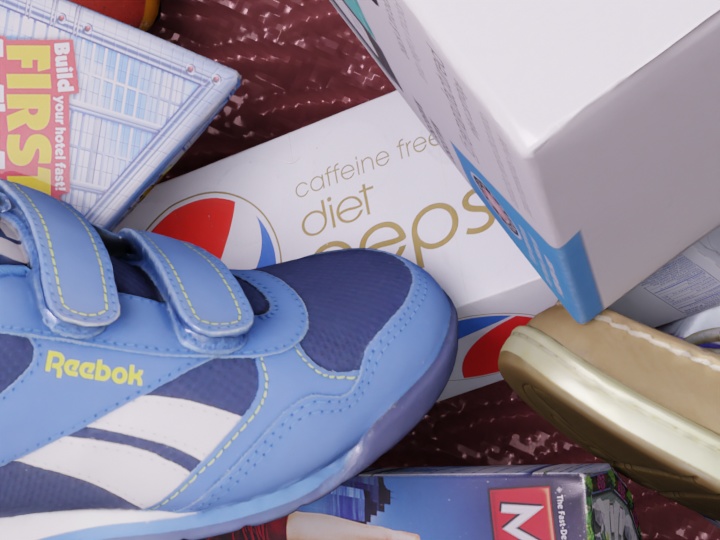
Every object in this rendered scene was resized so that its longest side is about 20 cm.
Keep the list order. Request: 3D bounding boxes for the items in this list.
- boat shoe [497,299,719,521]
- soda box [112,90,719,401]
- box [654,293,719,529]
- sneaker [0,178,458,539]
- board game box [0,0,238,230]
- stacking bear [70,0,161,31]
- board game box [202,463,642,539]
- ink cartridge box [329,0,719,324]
[{"bbox_3d":[0.132,0.045,0.674,0.201,0.073,0.063,23,84,-5],"label":"boat shoe"},{"bbox_3d":[0.000,0.000,0.724,0.200,0.064,0.068,-20,66,22],"label":"soda box"},{"bbox_3d":[0.191,0.014,0.763,0.184,0.105,0.200,36,88,-4],"label":"box"},{"bbox_3d":[-0.067,0.019,0.617,0.200,0.074,0.082,-13,115,-23],"label":"sneaker"},{"bbox_3d":[-0.138,-0.014,0.678,0.200,0.062,0.200,8,92,-4],"label":"board game box"},{"bbox_3d":[-0.078,-0.146,0.745,0.114,0.121,0.200,17,99,-15],"label":"stacking bear"},{"bbox_3d":[0.032,0.147,0.711,0.200,0.062,0.200,-2,97,23],"label":"board game box"},{"bbox_3d":[0.044,-0.121,0.605,0.146,0.147,0.200,-36,72,-1],"label":"ink cartridge box"}]
